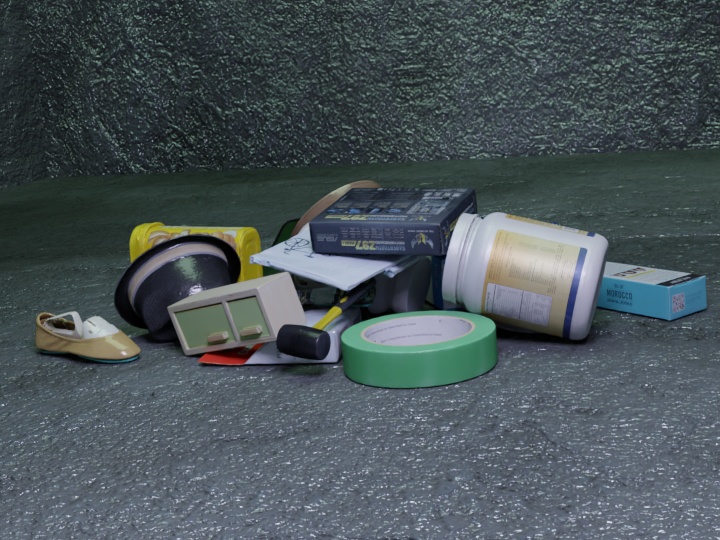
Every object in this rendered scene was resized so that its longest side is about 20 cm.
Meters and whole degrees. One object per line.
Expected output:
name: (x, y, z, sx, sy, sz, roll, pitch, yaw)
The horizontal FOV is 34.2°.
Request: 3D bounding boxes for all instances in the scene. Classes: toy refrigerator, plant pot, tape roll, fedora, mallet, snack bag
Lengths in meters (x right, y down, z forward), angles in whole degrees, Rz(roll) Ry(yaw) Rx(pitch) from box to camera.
toy refrigerator: (-0.173, 0.062, 1.598, 0.199, 0.076, 0.070, -11, 12, 43)
plant pot: (-0.019, -0.060, 2.093, 0.200, 0.201, 0.093, -15, 59, -41)
tape roll: (0.076, 0.098, 1.504, 0.199, 0.048, 0.200, -5, 11, 1)
fedora: (-0.262, 0.041, 1.744, 0.200, 0.201, 0.092, -10, 46, -23)
mallet: (-0.026, 0.058, 1.541, 0.066, 0.041, 0.200, 14, 33, 35)
snack bag: (-0.026, -0.021, 1.658, 0.188, 0.022, 0.200, 16, 29, 34)

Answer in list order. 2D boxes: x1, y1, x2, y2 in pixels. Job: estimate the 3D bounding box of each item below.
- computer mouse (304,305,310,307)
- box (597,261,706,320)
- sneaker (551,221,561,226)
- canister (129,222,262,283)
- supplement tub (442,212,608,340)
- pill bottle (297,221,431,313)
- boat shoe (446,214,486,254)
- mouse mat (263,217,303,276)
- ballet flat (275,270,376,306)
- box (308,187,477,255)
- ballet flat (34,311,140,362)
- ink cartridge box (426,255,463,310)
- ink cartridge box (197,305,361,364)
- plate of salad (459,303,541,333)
computer mouse: (-0.136, 0.059, 1.804, 0.109, 0.044, 0.200, 6, 10, 23)
box: (0.397, 0.027, 1.703, 0.082, 0.049, 0.200, -13, 14, -33)
sneaker: (0.306, -0.018, 1.791, 0.070, 0.078, 0.200, 40, 5, 19)
canister: (-0.262, -0.001, 1.888, 0.199, 0.149, 0.087, 1, 13, 21)
supplement tub: (0.220, 0.003, 1.568, 0.199, 0.145, 0.144, 14, 16, 14)
pill bottle: (0.000, 0.000, 1.785, 0.199, 0.117, 0.116, 16, 19, 21)
boat shoe: (0.154, -0.085, 1.820, 0.070, 0.091, 0.200, 2, 12, 28)
mouse mat: (-0.088, -0.053, 2.135, 0.199, 0.161, 0.008, -16, 60, -40)
ballet flat: (-0.077, 0.020, 1.678, 0.199, 0.075, 0.074, -4, 12, 5)
box: (0.048, -0.071, 1.657, 0.199, 0.051, 0.158, 1, 21, 24)
ballet flat: (-0.402, 0.093, 1.694, 0.199, 0.063, 0.069, 3, 14, 32)
ink cartridge box: (0.164, -0.002, 1.862, 0.146, 0.086, 0.200, -8, 14, -15)
ink cartridge box: (-0.111, 0.087, 1.638, 0.199, 0.048, 0.160, 0, 13, 12)
plate of salad: (0.233, 0.042, 1.688, 0.199, 0.048, 0.200, 2, 32, -1)
